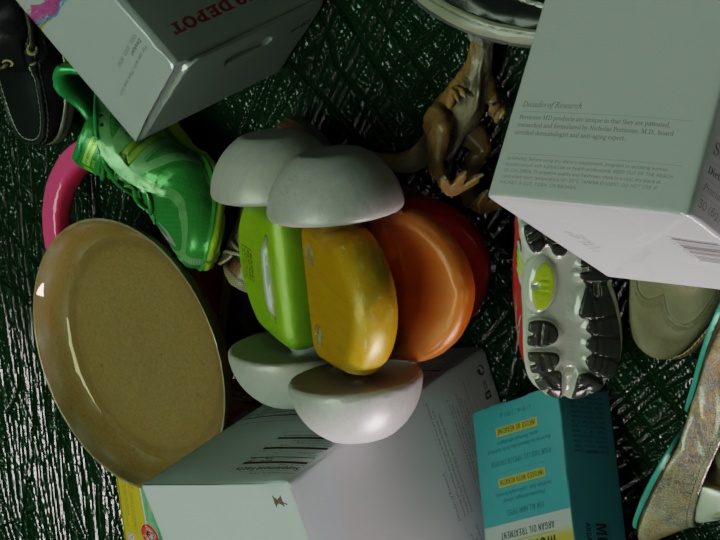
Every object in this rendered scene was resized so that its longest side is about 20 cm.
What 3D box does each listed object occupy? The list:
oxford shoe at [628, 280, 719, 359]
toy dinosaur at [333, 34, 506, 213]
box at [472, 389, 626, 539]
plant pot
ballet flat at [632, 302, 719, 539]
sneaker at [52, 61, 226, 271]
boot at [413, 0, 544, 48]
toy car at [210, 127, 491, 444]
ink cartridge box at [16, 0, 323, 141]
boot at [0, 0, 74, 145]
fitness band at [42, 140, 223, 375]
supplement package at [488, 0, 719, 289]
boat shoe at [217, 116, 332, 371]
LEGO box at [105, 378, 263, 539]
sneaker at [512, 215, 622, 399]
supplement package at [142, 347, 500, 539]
[{"bbox_3d":[0.178,-0.025,1.179,0.070,0.075,0.201,30,131,27],"label":"oxford shoe"},{"bbox_3d":[0.055,-0.085,1.293,0.200,0.060,0.107,-52,44,50],"label":"toy dinosaur"},{"bbox_3d":[0.122,0.179,1.302,0.082,0.049,0.202,-23,67,47],"label":"box"},{"bbox_3d":[-0.158,0.058,1.482,0.199,0.027,0.202,18,117,39],"label":"plant pot"},{"bbox_3d":[0.214,0.100,1.225,0.067,0.068,0.201,30,133,19],"label":"ballet flat"},{"bbox_3d":[-0.154,-0.073,1.437,0.201,0.083,0.074,57,146,30],"label":"sneaker"},{"bbox_3d":[0.065,-0.224,1.180,0.203,0.073,0.155,29,127,27],"label":"boot"},{"bbox_3d":[0.000,0.000,1.302,0.200,0.149,0.177,20,120,60],"label":"toy car"},{"bbox_3d":[-0.142,-0.198,1.337,0.200,0.144,0.085,48,137,12],"label":"ink cartridge box"},{"bbox_3d":[-0.284,-0.167,1.473,0.073,0.153,0.206,14,122,38],"label":"boot"},{"bbox_3d":[-0.166,-0.004,1.523,0.143,0.037,0.201,-40,72,42],"label":"fitness band"},{"bbox_3d":[0.166,-0.105,1.038,0.119,0.121,0.202,7,75,41],"label":"supplement package"},{"bbox_3d":[-0.057,-0.009,1.417,0.075,0.072,0.202,30,130,28],"label":"boat shoe"},{"bbox_3d":[-0.105,0.185,1.569,0.148,0.077,0.202,18,123,37],"label":"LEGO box"},{"bbox_3d":[0.115,-0.026,1.245,0.085,0.076,0.202,-123,35,-69],"label":"sneaker"},{"bbox_3d":[-0.001,0.179,1.375,0.146,0.199,0.193,-6,108,45],"label":"supplement package"}]
